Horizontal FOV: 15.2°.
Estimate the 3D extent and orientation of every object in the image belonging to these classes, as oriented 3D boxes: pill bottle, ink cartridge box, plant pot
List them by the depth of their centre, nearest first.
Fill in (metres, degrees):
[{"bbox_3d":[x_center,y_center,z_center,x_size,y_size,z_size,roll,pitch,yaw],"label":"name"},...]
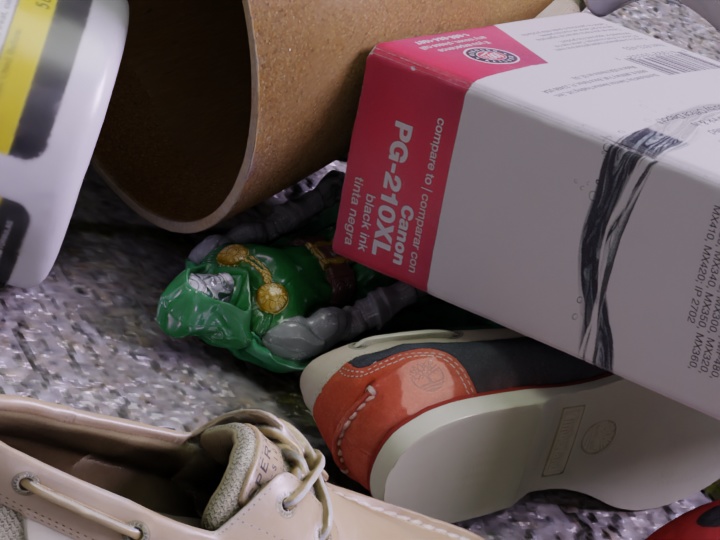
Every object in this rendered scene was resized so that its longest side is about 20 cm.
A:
[{"bbox_3d":[-0.191,-0.075,0.951,0.200,0.114,0.114,18,27,-10],"label":"pill bottle"},{"bbox_3d":[0.115,-0.020,0.961,0.200,0.085,0.145,24,23,32],"label":"ink cartridge box"},{"bbox_3d":[-0.009,-0.134,1.034,0.200,0.187,0.186,-21,47,-29],"label":"plant pot"}]

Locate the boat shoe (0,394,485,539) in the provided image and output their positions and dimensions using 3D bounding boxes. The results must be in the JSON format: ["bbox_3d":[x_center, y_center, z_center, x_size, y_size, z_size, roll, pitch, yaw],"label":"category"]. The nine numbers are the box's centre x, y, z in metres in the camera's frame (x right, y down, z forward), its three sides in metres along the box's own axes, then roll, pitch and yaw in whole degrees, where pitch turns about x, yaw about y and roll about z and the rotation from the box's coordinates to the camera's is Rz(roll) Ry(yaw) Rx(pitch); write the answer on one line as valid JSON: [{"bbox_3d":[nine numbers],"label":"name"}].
[{"bbox_3d":[-0.037,0.080,0.835,0.199,0.065,0.072,12,28,-20],"label":"boat shoe"}]

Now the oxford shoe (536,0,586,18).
[{"bbox_3d":[0.076,-0.098,1.264,0.074,0.071,0.200,40,35,4],"label":"oxford shoe"}]

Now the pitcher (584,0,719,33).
[{"bbox_3d":[0.225,-0.155,1.236,0.200,0.172,0.121,27,25,15],"label":"pitcher"}]

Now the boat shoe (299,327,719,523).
[{"bbox_3d":[0.071,0.048,0.980,0.200,0.071,0.063,-5,34,-36],"label":"boat shoe"}]

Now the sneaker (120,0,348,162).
[{"bbox_3d":[-0.081,-0.086,1.125,0.200,0.078,0.086,26,44,12],"label":"sneaker"}]

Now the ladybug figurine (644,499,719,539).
[{"bbox_3d":[0.153,0.137,0.867,0.135,0.072,0.200,3,32,-33],"label":"ladybug figurine"}]

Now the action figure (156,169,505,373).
[{"bbox_3d":[0.000,0.000,1.032,0.200,0.055,0.118,-15,47,-44],"label":"action figure"}]
